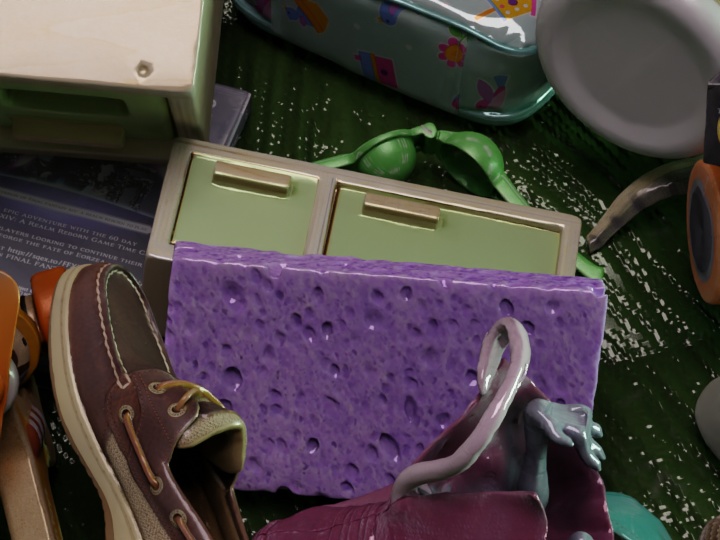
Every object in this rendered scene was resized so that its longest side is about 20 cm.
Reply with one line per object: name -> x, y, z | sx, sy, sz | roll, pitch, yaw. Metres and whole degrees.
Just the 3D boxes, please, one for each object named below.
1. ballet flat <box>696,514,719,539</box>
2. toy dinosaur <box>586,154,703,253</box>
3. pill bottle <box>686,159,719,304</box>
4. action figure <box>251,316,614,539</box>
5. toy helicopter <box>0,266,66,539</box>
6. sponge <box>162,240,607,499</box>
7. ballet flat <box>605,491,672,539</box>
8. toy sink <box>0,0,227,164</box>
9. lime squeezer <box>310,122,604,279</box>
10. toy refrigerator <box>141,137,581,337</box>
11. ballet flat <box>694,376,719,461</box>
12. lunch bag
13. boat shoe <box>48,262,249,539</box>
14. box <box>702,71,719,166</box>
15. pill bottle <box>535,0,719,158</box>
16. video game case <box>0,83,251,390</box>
ballet flat -> 0.238, 0.161, 1.260 | 0.200, 0.067, 0.046 | 29, 72, 25
toy dinosaur -> 0.204, -0.067, 1.449 | 0.200, 0.047, 0.088 | -10, 60, -6
pill bottle -> 0.261, -0.026, 1.380 | 0.200, 0.106, 0.106 | -5, 53, -6
action figure -> 0.009, 0.127, 1.223 | 0.200, 0.149, 0.134 | -14, 36, 27
toy helicopter -> -0.153, 0.080, 1.269 | 0.079, 0.132, 0.200 | -16, 74, -1
sponge -> 0.008, 0.051, 1.309 | 0.200, 0.112, 0.030 | 5, 16, 0
ballet flat -> 0.142, 0.173, 1.240 | 0.070, 0.067, 0.200 | -4, 40, -46
toy sink -> -0.135, -0.117, 1.390 | 0.130, 0.200, 0.112 | 5, 82, -1
lime squeezer -> 0.027, -0.040, 1.429 | 0.200, 0.038, 0.071 | 11, 81, 2
toy refrigerator -> 0.000, 0.000, 1.358 | 0.200, 0.070, 0.076 | 11, 53, 0
ballet flat -> 0.222, 0.083, 1.286 | 0.067, 0.064, 0.200 | -41, 46, -12
lunch bag -> 0.043, -0.170, 1.499 | 0.200, 0.077, 0.160 | 24, 54, 15
boat shoe -> -0.079, 0.079, 1.241 | 0.072, 0.072, 0.200 | -27, 61, 22
box -> 0.275, -0.090, 1.341 | 0.160, 0.044, 0.200 | 14, 31, 27
pill bottle -> 0.180, -0.157, 1.428 | 0.116, 0.116, 0.200 | 25, 50, 16
video game case -> -0.152, -0.031, 1.418 | 0.143, 0.019, 0.200 | 15, 52, 8
